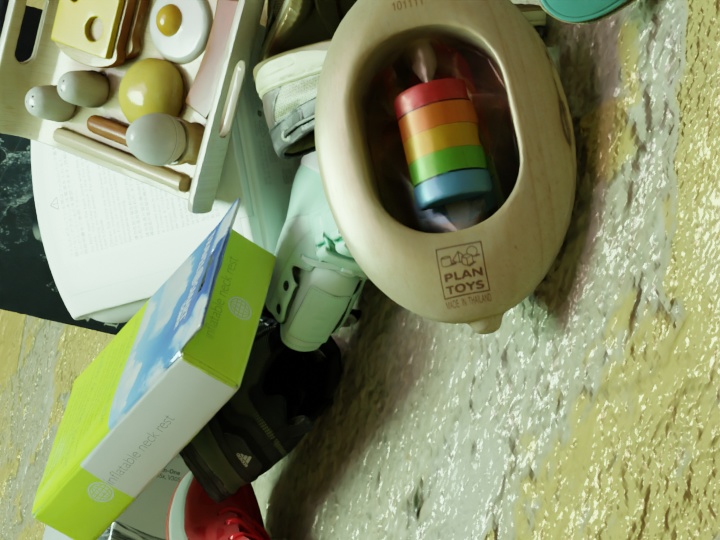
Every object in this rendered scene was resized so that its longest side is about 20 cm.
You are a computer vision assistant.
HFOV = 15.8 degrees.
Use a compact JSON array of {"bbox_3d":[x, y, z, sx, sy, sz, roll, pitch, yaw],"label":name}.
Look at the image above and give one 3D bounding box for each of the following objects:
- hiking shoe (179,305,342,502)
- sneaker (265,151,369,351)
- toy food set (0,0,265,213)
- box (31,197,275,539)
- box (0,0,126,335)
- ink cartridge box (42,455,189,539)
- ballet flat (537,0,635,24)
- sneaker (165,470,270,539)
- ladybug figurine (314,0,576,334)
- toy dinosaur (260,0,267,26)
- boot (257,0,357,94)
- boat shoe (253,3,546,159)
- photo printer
[{"bbox_3d":[-0.051,0.065,1.613,0.101,0.076,0.200,-23,27,18],"label":"hiking shoe"},{"bbox_3d":[0.000,0.000,1.510,0.200,0.074,0.118,-145,71,-71],"label":"sneaker"},{"bbox_3d":[-0.149,-0.130,1.603,0.200,0.060,0.144,22,102,37],"label":"toy food set"},{"bbox_3d":[-0.118,0.061,1.543,0.200,0.048,0.122,-46,20,37],"label":"box"},{"bbox_3d":[-0.200,-0.066,1.860,0.118,0.200,0.197,-97,29,-42],"label":"box"},{"bbox_3d":[-0.157,0.189,1.754,0.146,0.084,0.200,8,84,68],"label":"ink cartridge box"},{"bbox_3d":[0.151,-0.210,1.301,0.071,0.071,0.200,-101,33,-47],"label":"ballet flat"},{"bbox_3d":[-0.053,0.176,1.561,0.116,0.078,0.200,-41,41,31],"label":"sneaker"},{"bbox_3d":[0.048,-0.060,1.377,0.072,0.135,0.200,49,-148,-72],"label":"ladybug figurine"},{"bbox_3d":[-0.074,-0.205,1.787,0.101,0.058,0.200,-151,49,-75],"label":"toy dinosaur"},{"bbox_3d":[-0.014,-0.214,1.567,0.200,0.072,0.155,123,153,-43],"label":"boot"},{"bbox_3d":[0.026,-0.107,1.486,0.200,0.073,0.065,-12,86,42],"label":"boat shoe"},{"bbox_3d":[-0.129,-0.057,1.672,0.200,0.069,0.167,-15,83,38],"label":"photo printer"}]
